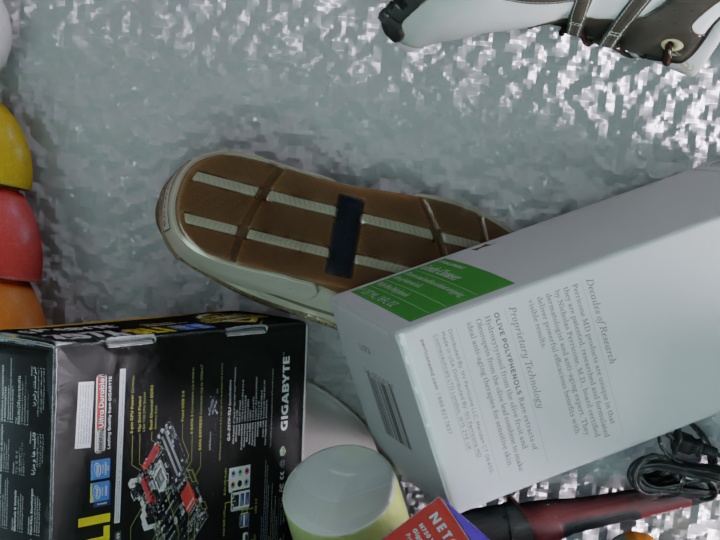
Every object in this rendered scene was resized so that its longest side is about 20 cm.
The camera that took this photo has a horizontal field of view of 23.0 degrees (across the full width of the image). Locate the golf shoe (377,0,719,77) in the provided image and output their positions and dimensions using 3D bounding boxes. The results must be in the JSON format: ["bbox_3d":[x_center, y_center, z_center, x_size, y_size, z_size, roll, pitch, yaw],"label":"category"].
[{"bbox_3d":[0.108,-0.119,0.766,0.200,0.078,0.095,-18,103,11],"label":"golf shoe"}]

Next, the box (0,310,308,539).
[{"bbox_3d":[-0.091,0.121,0.764,0.049,0.160,0.200,6,96,38],"label":"box"}]

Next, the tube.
[{"bbox_3d":[0.010,0.163,0.825,0.058,0.052,0.200,3,136,16],"label":"tube"}]

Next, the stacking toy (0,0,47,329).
[{"bbox_3d":[-0.196,-0.037,0.814,0.146,0.146,0.200,10,87,3],"label":"stacking toy"}]

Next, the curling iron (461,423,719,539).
[{"bbox_3d":[0.080,0.111,0.846,0.200,0.026,0.050,-13,117,2],"label":"curling iron"}]

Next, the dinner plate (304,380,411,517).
[{"bbox_3d":[-0.071,0.143,0.853,0.200,0.024,0.200,0,93,-9],"label":"dinner plate"}]

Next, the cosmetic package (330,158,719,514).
[{"bbox_3d":[0.102,0.023,0.757,0.200,0.108,0.085,-21,102,-14],"label":"cosmetic package"}]

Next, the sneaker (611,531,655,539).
[{"bbox_3d":[0.091,0.215,0.863,0.092,0.076,0.200,17,105,6],"label":"sneaker"}]

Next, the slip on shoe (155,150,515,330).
[{"bbox_3d":[0.000,0.000,0.822,0.200,0.061,0.076,15,76,-15],"label":"slip on shoe"}]

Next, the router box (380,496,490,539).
[{"bbox_3d":[0.004,0.190,0.745,0.179,0.200,0.049,-37,60,4],"label":"router box"}]
